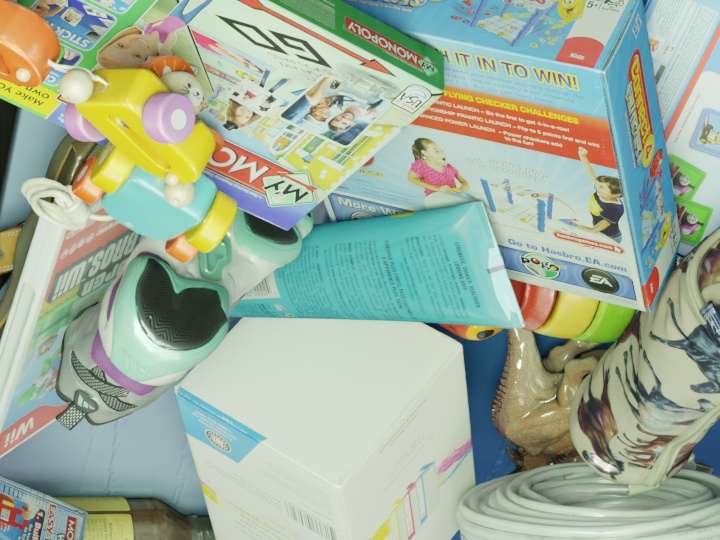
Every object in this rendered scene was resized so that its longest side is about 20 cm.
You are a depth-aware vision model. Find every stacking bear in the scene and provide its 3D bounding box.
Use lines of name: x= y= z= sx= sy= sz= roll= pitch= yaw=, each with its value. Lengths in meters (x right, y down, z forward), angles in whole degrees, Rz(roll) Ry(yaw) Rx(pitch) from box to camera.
stacking bear: x=0.123 y=-0.004 z=1.279 sx=0.200 sy=0.114 sz=0.121 roll=-3 pitch=159 yaw=-21

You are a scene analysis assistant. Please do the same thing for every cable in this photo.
cable: x=0.159 y=0.166 z=1.314 sx=0.199 sy=0.200 sz=0.069 roll=-1 pitch=96 yaw=1

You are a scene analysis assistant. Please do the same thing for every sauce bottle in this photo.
sauce bottle: x=-0.168 y=0.183 z=1.413 sx=0.200 sy=0.065 sz=0.065 roll=4 pitch=135 yaw=-23

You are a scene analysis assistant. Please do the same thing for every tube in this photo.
tube: x=0.000 y=0.000 z=1.202 sx=0.200 sy=0.050 sz=0.078 roll=-1 pitch=124 yaw=40

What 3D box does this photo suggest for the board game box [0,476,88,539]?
board game box: x=-0.275 y=0.146 z=1.256 sx=0.200 sy=0.062 sz=0.200 roll=26 pitch=158 yaw=-38

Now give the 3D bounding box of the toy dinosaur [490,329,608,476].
toy dinosaur: x=0.128 y=0.101 z=1.426 sx=0.135 sy=0.086 sz=0.200 roll=-31 pitch=135 yaw=20

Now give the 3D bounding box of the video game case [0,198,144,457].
video game case: x=-0.150 y=0.013 z=1.204 sx=0.143 sy=0.017 sz=0.200 roll=-36 pitch=158 yaw=-46

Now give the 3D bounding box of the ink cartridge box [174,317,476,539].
ink cartridge box: x=-0.015 y=0.120 z=1.322 sx=0.125 sy=0.128 sz=0.200 roll=-47 pitch=150 yaw=-27

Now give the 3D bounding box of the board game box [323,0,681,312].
board game box: x=0.061 y=-0.078 z=1.131 sx=0.200 sy=0.056 sz=0.196 roll=15 pitch=147 yaw=25

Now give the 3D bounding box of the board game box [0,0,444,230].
board game box: x=-0.077 y=-0.100 z=1.031 sx=0.200 sy=0.029 sz=0.135 roll=24 pitch=135 yaw=-29

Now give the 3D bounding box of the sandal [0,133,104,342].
sandal: x=-0.184 y=-0.014 z=1.188 sx=0.082 sy=0.055 sz=0.200 roll=-34 pitch=157 yaw=-47

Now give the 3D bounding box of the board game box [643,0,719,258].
board game box: x=0.229 y=-0.069 z=1.206 sx=0.200 sy=0.037 sz=0.152 roll=24 pitch=108 yaw=-3

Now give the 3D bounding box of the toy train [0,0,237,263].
toy train: x=-0.128 y=-0.079 z=0.997 sx=0.150 sy=0.056 sz=0.200 roll=19 pitch=158 yaw=20

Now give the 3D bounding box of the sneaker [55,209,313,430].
sneaker: x=-0.112 y=0.016 z=1.178 sx=0.078 sy=0.200 sz=0.140 roll=46 pitch=128 yaw=-4

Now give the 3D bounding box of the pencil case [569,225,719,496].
pencil case: x=0.187 y=0.056 z=1.202 sx=0.078 sy=0.090 sz=0.200 roll=2 pitch=151 yaw=-17
